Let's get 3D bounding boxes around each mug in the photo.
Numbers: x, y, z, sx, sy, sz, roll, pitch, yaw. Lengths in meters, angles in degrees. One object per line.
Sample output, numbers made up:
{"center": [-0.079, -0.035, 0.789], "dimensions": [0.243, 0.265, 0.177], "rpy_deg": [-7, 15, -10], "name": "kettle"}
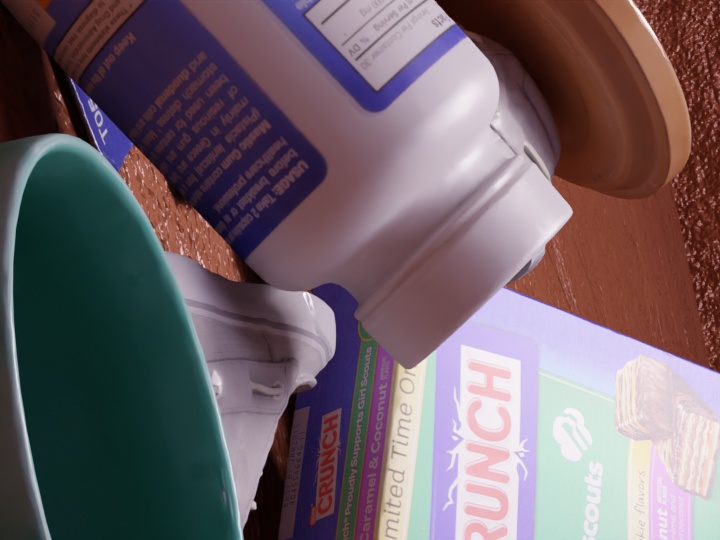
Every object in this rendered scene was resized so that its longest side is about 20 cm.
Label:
{"center": [-0.103, 0.067, 0.623], "dimensions": [0.152, 0.114, 0.186], "rpy_deg": [64, 18, -46], "name": "mug"}

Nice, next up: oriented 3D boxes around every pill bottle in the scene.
{"center": [-0.023, -0.065, 0.958], "dimensions": [0.200, 0.112, 0.112], "rpy_deg": [47, 14, -1], "name": "pill bottle"}

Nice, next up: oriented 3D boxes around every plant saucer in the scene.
{"center": [0.083, -0.114, 1.372], "dimensions": [0.200, 0.032, 0.201], "rpy_deg": [44, -18, 18], "name": "plant saucer"}

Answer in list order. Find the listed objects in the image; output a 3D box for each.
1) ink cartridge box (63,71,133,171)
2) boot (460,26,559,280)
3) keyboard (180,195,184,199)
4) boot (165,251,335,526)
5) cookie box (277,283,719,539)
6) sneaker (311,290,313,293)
{"center": [-0.096, -0.160, 1.079], "dimensions": [0.200, 0.040, 0.201], "rpy_deg": [-75, 149, -66], "name": "ink cartridge box"}
{"center": [0.021, -0.087, 1.304], "dimensions": [0.200, 0.073, 0.096], "rpy_deg": [47, 40, -29], "name": "boot"}
{"center": [-0.008, -0.117, 1.159], "dimensions": [0.201, 0.021, 0.127], "rpy_deg": [-61, 159, 11], "name": "keyboard"}
{"center": [-0.060, 0.053, 0.974], "dimensions": [0.200, 0.073, 0.096], "rpy_deg": [19, 66, -68], "name": "boot"}
{"center": [0.067, 0.105, 1.131], "dimensions": [0.199, 0.075, 0.172], "rpy_deg": [21, 65, -31], "name": "cookie box"}
{"center": [0.000, 0.000, 1.236], "dimensions": [0.201, 0.075, 0.078], "rpy_deg": [57, -23, 0], "name": "sneaker"}
